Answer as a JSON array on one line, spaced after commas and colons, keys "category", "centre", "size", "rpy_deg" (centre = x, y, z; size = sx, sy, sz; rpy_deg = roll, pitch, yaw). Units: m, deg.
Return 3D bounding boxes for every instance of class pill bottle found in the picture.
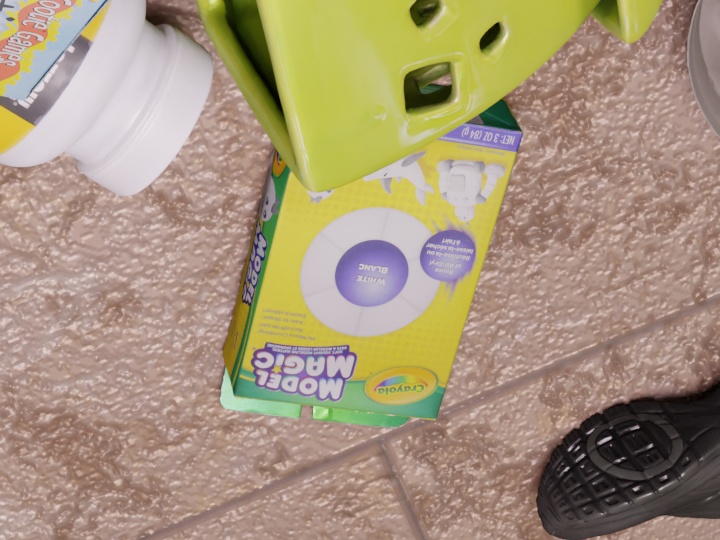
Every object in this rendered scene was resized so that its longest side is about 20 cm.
[{"category": "pill bottle", "centre": [-0.168, -0.117, 0.959], "size": [0.200, 0.112, 0.112], "rpy_deg": [31, 109, -26]}]

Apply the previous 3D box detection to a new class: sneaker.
[{"category": "sneaker", "centre": [0.197, 0.110, 1.196], "size": [0.199, 0.076, 0.091], "rpy_deg": [-23, 129, 5]}]

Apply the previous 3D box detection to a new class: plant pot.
[{"category": "plant pot", "centre": [0.015, -0.179, 0.888], "size": [0.181, 0.200, 0.200], "rpy_deg": [-20, 122, -9]}]

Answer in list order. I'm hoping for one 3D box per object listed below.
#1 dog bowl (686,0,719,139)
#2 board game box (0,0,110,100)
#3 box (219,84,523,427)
[{"category": "dog bowl", "centre": [0.260, -0.125, 1.046], "size": [0.199, 0.059, 0.201], "rpy_deg": [4, 134, 4]}, {"category": "board game box", "centre": [-0.161, -0.187, 0.845], "size": [0.103, 0.201, 0.105], "rpy_deg": [11, 147, -32]}, {"category": "box", "centre": [0.000, 0.000, 1.103], "size": [0.117, 0.048, 0.201], "rpy_deg": [7, 120, -15]}]
